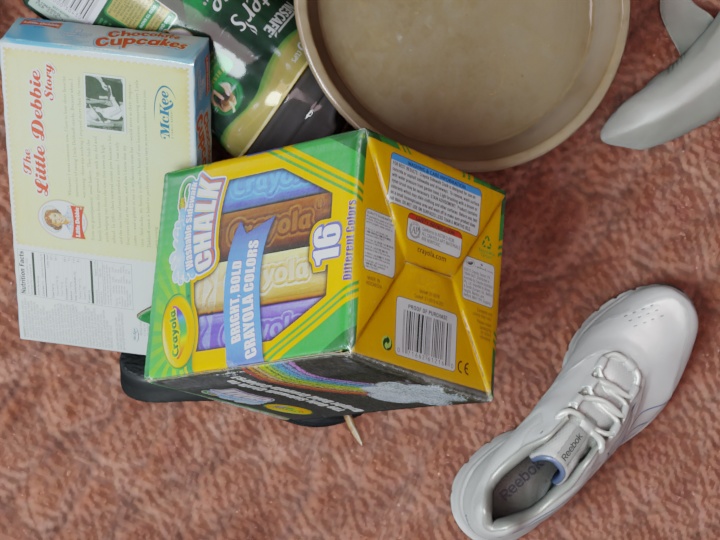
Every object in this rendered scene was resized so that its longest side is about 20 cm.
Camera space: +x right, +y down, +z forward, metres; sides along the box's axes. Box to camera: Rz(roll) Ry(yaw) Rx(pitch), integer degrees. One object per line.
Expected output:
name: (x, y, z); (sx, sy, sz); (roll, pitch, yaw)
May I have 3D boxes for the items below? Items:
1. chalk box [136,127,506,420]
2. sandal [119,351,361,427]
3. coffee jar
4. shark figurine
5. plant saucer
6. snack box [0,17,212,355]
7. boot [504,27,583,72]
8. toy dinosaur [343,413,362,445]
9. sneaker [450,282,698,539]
chalk box: (-0.035, 0.010, 1.254); (0.125, 0.200, 0.124); (20, 69, -45)
sandal: (-0.045, 0.064, 1.375); (0.200, 0.075, 0.048); (-1, 120, 5)
coffee jar: (-0.092, -0.141, 1.331); (0.200, 0.104, 0.085); (36, 120, -5)
shark figurine: (0.229, -0.169, 1.354); (0.128, 0.090, 0.215); (10, 95, -4)
plant saucer: (0.057, -0.155, 1.297); (0.200, 0.029, 0.201); (0, 88, -13)
snack box: (-0.145, -0.045, 1.318); (0.116, 0.037, 0.200); (7, 121, 10)
boot: (0.104, -0.230, 1.360); (0.182, 0.073, 0.200); (26, 86, -6)
toy dinosaur: (0.000, 0.000, 1.342); (0.060, 0.106, 0.200); (16, 85, 0)
sneaker: (0.137, 0.093, 1.367); (0.074, 0.087, 0.200); (39, 90, -2)
